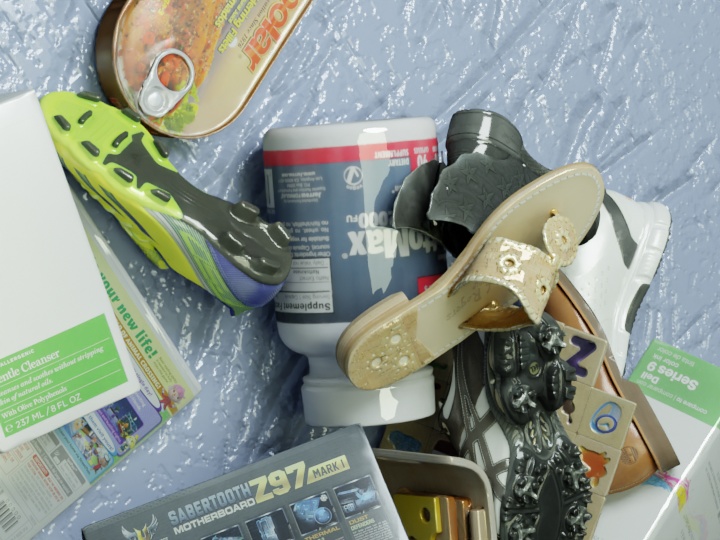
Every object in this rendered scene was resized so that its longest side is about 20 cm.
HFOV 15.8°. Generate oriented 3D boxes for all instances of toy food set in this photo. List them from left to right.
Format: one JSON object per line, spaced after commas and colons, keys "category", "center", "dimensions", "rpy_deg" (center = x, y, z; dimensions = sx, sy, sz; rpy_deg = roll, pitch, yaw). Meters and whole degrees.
{"category": "toy food set", "center": [0.026, 0.218, 1.745], "dimensions": [0.060, 0.143, 0.201], "rpy_deg": [-9, 96, -39]}

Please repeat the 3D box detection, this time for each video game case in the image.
{"category": "video game case", "center": [-0.220, 0.053, 1.664], "dimensions": [0.182, 0.022, 0.201], "rpy_deg": [-41, 110, -25]}

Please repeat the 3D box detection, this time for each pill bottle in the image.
{"category": "pill bottle", "center": [0.000, 0.000, 1.745], "dimensions": [0.119, 0.119, 0.201], "rpy_deg": [-7, 95, -32]}

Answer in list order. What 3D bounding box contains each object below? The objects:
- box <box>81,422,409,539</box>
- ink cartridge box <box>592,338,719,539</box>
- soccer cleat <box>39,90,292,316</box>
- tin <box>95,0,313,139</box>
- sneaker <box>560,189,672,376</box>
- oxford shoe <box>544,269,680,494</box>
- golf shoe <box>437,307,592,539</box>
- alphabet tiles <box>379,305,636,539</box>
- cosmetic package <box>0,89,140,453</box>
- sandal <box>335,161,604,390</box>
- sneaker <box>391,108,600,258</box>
{"category": "box", "center": [-0.062, 0.207, 1.674], "dimensions": [0.199, 0.051, 0.158], "rpy_deg": [-21, 72, -10]}
{"category": "ink cartridge box", "center": [0.204, 0.174, 1.856], "dimensions": [0.200, 0.087, 0.146], "rpy_deg": [-57, 153, -19]}
{"category": "soccer cleat", "center": [-0.137, -0.039, 1.690], "dimensions": [0.200, 0.084, 0.065], "rpy_deg": [36, 43, -10]}
{"category": "tin", "center": [-0.099, -0.178, 1.729], "dimensions": [0.112, 0.042, 0.201], "rpy_deg": [39, 71, -22]}
{"category": "sneaker", "center": [0.158, 0.033, 1.882], "dimensions": [0.080, 0.074, 0.201], "rpy_deg": [22, 74, -15]}
{"category": "oxford shoe", "center": [0.143, 0.064, 1.798], "dimensions": [0.071, 0.071, 0.201], "rpy_deg": [-29, 67, 3]}
{"category": "golf shoe", "center": [0.100, 0.121, 1.746], "dimensions": [0.077, 0.094, 0.201], "rpy_deg": [-9, 102, -36]}
{"category": "alphabet tiles", "center": [0.094, 0.126, 1.781], "dimensions": [0.006, 0.166, 0.201], "rpy_deg": [5, 104, -69]}
{"category": "cosmetic package", "center": [-0.227, -0.001, 1.599], "dimensions": [0.107, 0.085, 0.201], "rpy_deg": [-26, 104, -26]}
{"category": "sandal", "center": [0.087, 0.021, 1.661], "dimensions": [0.211, 0.070, 0.078], "rpy_deg": [-35, 134, -4]}
{"category": "sneaker", "center": [0.094, -0.034, 1.738], "dimensions": [0.200, 0.060, 0.105], "rpy_deg": [39, 53, -46]}
